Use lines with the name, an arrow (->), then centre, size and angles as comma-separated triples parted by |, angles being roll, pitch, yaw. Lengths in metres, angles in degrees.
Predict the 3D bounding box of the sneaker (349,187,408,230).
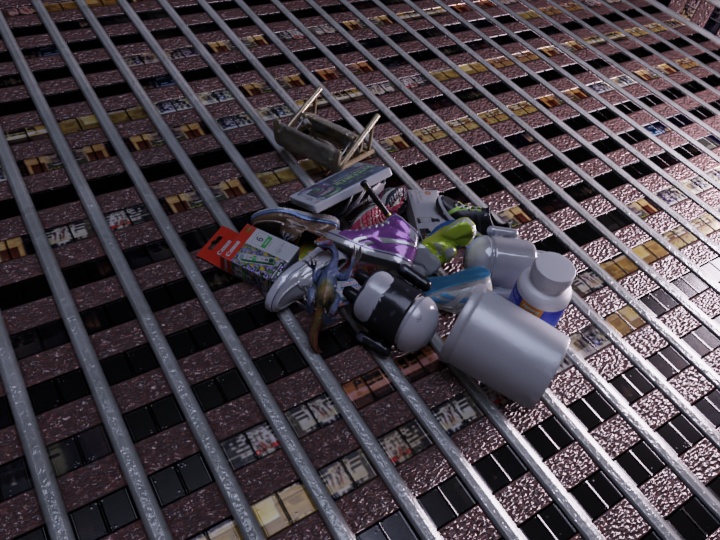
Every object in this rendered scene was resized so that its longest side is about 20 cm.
sneaker -> 0.036, -0.132, 1.497 | 0.074, 0.081, 0.200 | 8, 34, 36

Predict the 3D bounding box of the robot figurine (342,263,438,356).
robot figurine -> 0.062, 0.077, 1.270 | 0.199, 0.151, 0.125 | 31, 32, 18

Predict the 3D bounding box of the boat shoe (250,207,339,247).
boat shoe -> -0.145, -0.089, 1.393 | 0.198, 0.072, 0.073 | 3, 60, -3

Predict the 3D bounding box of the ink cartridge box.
ink cartridge box -> -0.242, -0.039, 1.358 | 0.199, 0.051, 0.109 | 25, 53, 11

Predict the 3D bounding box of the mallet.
mallet -> 0.058, -0.120, 1.420 | 0.200, 0.066, 0.041 | 48, 65, -18

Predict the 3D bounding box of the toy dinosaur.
toy dinosaur -> -0.079, 0.023, 1.256 | 0.104, 0.201, 0.182 | 21, 32, -8

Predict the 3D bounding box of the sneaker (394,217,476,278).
sneaker -> 0.164, -0.048, 1.396 | 0.199, 0.076, 0.105 | -30, 9, 7

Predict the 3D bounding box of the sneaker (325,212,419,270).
sneaker -> 0.029, -0.076, 1.356 | 0.199, 0.073, 0.115 | 17, 77, 12

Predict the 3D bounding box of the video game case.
video game case -> -0.050, -0.195, 1.460 | 0.199, 0.024, 0.182 | -28, 23, -15

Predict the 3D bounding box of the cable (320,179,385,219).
cable -> -0.043, -0.175, 1.489 | 0.162, 0.051, 0.200 | 3, 35, 39

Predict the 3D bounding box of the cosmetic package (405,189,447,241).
cosmetic package -> 0.163, -0.110, 1.513 | 0.082, 0.051, 0.201 | 1, 48, -12

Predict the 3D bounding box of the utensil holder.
utensil holder -> 0.276, 0.146, 1.219 | 0.199, 0.171, 0.170 | 29, 48, 13

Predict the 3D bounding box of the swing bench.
swing bench -> -0.088, -0.342, 1.629 | 0.198, 0.130, 0.200 | 30, 54, 16

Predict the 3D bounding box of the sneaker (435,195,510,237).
sneaker -> 0.274, -0.132, 1.503 | 0.199, 0.083, 0.072 | 34, 32, -4

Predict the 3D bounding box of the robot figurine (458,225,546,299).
robot figurine -> 0.315, -0.016, 1.413 | 0.198, 0.113, 0.171 | 7, 70, -6

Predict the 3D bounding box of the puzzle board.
puzzle board -> 0.000, 0.000, 1.384 | 0.198, 0.017, 0.152 | -11, 56, -19

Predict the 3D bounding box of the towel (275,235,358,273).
towel -> -0.101, -0.038, 1.418 | 0.198, 0.018, 0.086 | 24, 53, 9

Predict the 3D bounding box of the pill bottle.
pill bottle -> 0.360, 0.061, 1.289 | 0.111, 0.201, 0.113 | 5, 46, -6

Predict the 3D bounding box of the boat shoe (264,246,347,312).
boat shoe -> -0.109, 0.020, 1.302 | 0.065, 0.074, 0.200 | 34, 66, 27

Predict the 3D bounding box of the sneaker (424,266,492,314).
sneaker -> 0.182, 0.056, 1.343 | 0.198, 0.081, 0.077 | -12, 27, 6
